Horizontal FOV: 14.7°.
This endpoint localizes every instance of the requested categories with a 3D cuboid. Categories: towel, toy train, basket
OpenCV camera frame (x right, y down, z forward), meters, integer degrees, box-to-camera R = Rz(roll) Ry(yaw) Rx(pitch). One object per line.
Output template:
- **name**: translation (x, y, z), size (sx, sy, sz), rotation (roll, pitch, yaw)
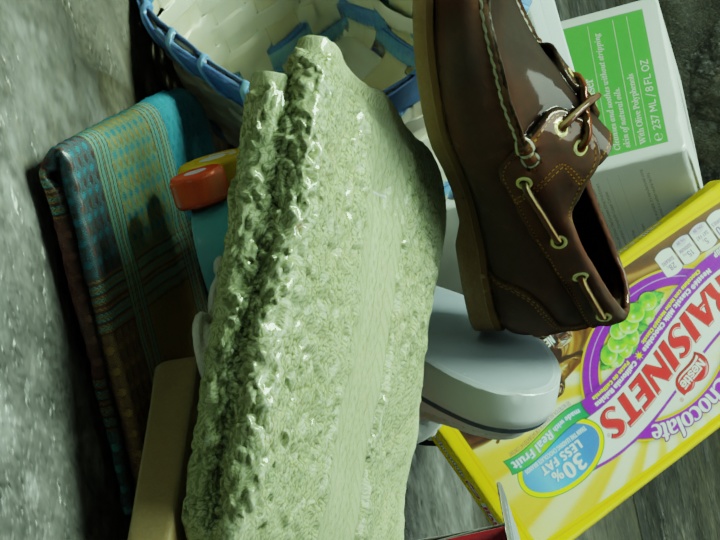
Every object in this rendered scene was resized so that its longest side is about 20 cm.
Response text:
- **towel**: translation (-0.081, 0.007, 1.130), size (0.200, 0.022, 0.148), rotation (-42, 119, -75)
- **towel**: translation (-0.012, 0.026, 1.058), size (0.148, 0.036, 0.201), rotation (34, 63, -60)
- **toy train**: translation (-0.023, 0.035, 1.130), size (0.200, 0.055, 0.151), rotation (67, 9, -60)
- **basket**: translation (-0.017, -0.125, 1.193), size (0.176, 0.139, 0.200), rotation (37, -20, 35)

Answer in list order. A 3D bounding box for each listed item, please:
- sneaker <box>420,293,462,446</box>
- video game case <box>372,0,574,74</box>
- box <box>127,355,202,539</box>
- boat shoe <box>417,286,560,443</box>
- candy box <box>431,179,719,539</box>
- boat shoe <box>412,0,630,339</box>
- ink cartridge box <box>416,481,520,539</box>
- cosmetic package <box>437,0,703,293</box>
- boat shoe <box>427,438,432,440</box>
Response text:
- **sneaker**: translation (0.048, 0.001, 1.599), size (0.075, 0.087, 0.201), rotation (14, 84, -31)
- **video game case**: translation (0.025, -0.129, 1.311), size (0.200, 0.018, 0.144), rotation (25, -36, 48)
- **box**: translation (-0.057, 0.158, 1.031), size (0.201, 0.021, 0.164), rotation (-83, 162, -46)
- **boat shoe**: translation (0.018, 0.044, 1.225), size (0.200, 0.073, 0.066), rotation (30, -60, 55)
- **candy box**: translation (0.133, 0.052, 1.407), size (0.102, 0.200, 0.026), rotation (55, -13, -6)
- **boat shoe**: translation (0.068, -0.052, 1.118), size (0.201, 0.070, 0.071), rotation (72, 27, -46)
- **ink cartridge box**: translation (0.057, 0.230, 1.320), size (0.176, 0.083, 0.201), rotation (72, 7, -52)
- **cosmetic package**: translation (0.076, -0.058, 1.483), size (0.085, 0.199, 0.108), rotation (64, 15, -54)
- **boat shoe**: translation (0.000, 0.000, 1.402), size (0.075, 0.061, 0.201), rotation (-79, 157, -55)
